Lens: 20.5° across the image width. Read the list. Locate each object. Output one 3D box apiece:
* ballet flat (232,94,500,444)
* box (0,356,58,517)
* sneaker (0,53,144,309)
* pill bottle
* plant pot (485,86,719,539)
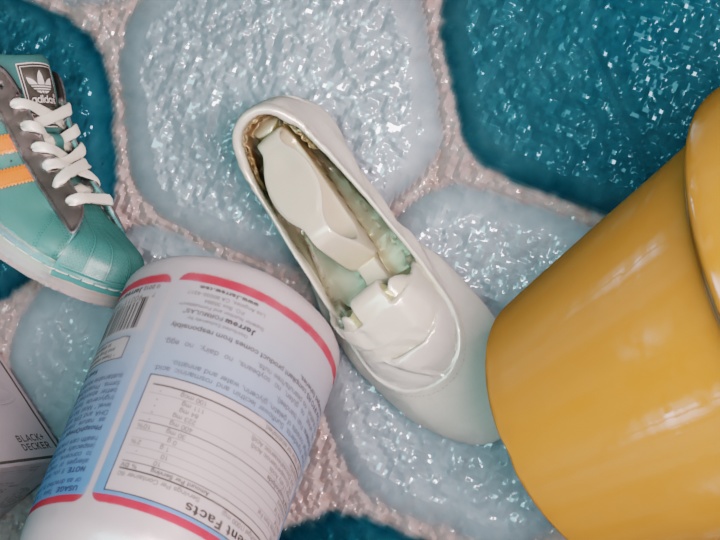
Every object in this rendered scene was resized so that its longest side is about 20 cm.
[{"bbox_3d":[0.000,0.000,0.928,0.069,0.069,0.200,-39,75,15],"label":"ballet flat"},{"bbox_3d":[-0.247,0.036,0.997,0.060,0.117,0.200,-40,76,17],"label":"box"},{"bbox_3d":[-0.172,-0.063,0.995,0.200,0.071,0.080,41,106,20],"label":"sneaker"},{"bbox_3d":[-0.086,0.101,0.888,0.109,0.109,0.200,6,56,21],"label":"pill bottle"},{"bbox_3d":[0.159,0.031,0.811,0.183,0.200,0.200,-30,77,34],"label":"plant pot"}]
